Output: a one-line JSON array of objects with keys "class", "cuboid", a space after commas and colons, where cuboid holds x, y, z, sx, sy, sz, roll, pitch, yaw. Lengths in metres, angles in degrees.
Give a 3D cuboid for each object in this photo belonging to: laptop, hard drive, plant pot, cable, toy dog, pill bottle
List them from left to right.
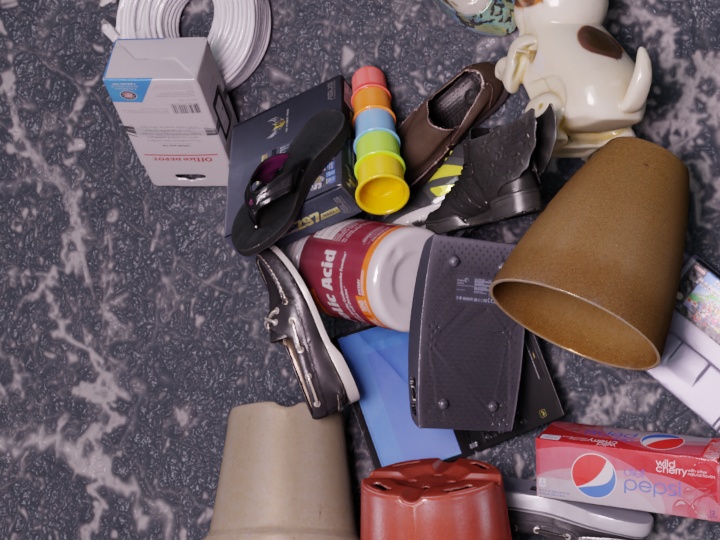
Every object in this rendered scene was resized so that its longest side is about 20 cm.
[{"class": "cable", "cuboid": [-0.206, -0.304, 1.743, 0.200, 0.069, 0.200, -37, 74, 18]}, {"class": "plant pot", "cuboid": [-0.084, 0.248, 1.601, 0.200, 0.200, 0.184, -6, 73, 24]}, {"class": "pill bottle", "cuboid": [0.000, 0.000, 1.570, 0.200, 0.114, 0.115, 10, 91, 53]}, {"class": "plant pot", "cuboid": [0.080, 0.309, 1.481, 0.200, 0.201, 0.196, -1, 99, 24]}, {"class": "laptop", "cuboid": [0.094, 0.116, 1.558, 0.200, 0.103, 0.178, -28, 76, 35]}, {"class": "hard drive", "cuboid": [0.110, 0.067, 1.496, 0.042, 0.134, 0.201, 1, 86, 59]}, {"class": "toy dog", "cuboid": [0.216, -0.230, 1.485, 0.139, 0.194, 0.201, -7, 75, -19]}, {"class": "plant pot", "cuboid": [0.258, -0.028, 1.450, 0.186, 0.186, 0.200, 21, 73, 24]}]

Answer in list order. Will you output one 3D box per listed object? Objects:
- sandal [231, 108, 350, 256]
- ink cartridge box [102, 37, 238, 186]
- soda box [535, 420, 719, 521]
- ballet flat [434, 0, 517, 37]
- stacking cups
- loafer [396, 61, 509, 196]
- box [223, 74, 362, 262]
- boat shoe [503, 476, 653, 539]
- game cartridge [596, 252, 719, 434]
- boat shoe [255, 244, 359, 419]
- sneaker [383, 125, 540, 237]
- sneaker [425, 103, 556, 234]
[{"class": "sandal", "cuboid": [-0.087, -0.104, 1.540, 0.075, 0.048, 0.201, 12, 61, 43]}, {"class": "ink cartridge box", "cuboid": [-0.218, -0.186, 1.690, 0.116, 0.200, 0.068, 2, 56, 12]}, {"class": "soda box", "cuboid": [0.286, 0.208, 1.477, 0.199, 0.063, 0.070, 3, 104, 28]}, {"class": "ballet flat", "cuboid": [0.097, -0.336, 1.608, 0.200, 0.074, 0.074, 41, 103, 21]}, {"class": "stacking cups", "cuboid": [0.019, -0.150, 1.595, 0.060, 0.061, 0.200, -26, 41, 21]}, {"class": "loafer", "cuboid": [0.080, -0.164, 1.602, 0.073, 0.071, 0.200, 47, 105, 20]}, {"class": "box", "cuboid": [-0.076, -0.119, 1.626, 0.157, 0.051, 0.200, -23, 41, 22]}, {"class": "boat shoe", "cuboid": [0.215, 0.272, 1.519, 0.199, 0.070, 0.067, 7, 102, 23]}, {"class": "game cartridge", "cuboid": [0.362, 0.075, 1.482, 0.200, 0.038, 0.130, 41, 107, 21]}, {"class": "boat shoe", "cuboid": [-0.072, 0.067, 1.555, 0.060, 0.074, 0.201, -27, 90, -12]}, {"class": "sneaker", "cuboid": [0.111, -0.092, 1.594, 0.200, 0.074, 0.085, -26, 55, 24]}, {"class": "sneaker", "cuboid": [0.132, -0.101, 1.475, 0.200, 0.060, 0.105, -12, 89, 54]}]
